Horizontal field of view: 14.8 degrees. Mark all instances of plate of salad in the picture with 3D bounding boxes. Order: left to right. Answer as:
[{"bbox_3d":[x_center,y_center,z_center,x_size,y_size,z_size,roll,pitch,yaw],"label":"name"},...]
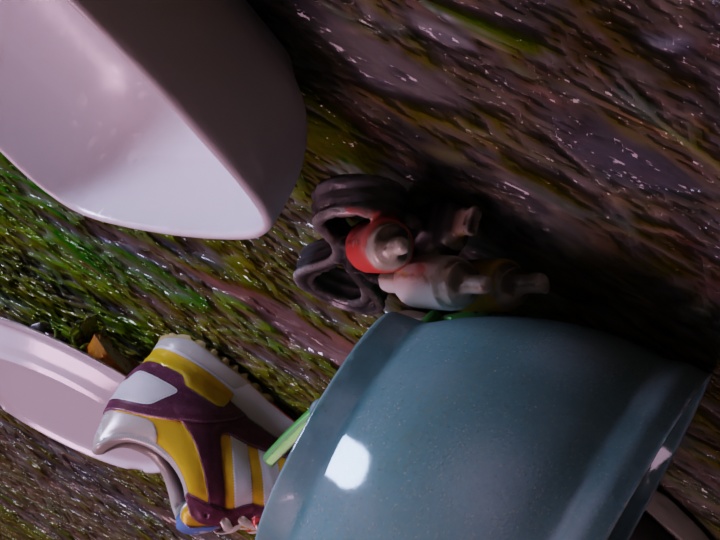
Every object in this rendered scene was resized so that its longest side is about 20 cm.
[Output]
[{"bbox_3d":[-0.171,0.067,1.682,0.200,0.048,0.200,23,161,8],"label":"plate of salad"}]

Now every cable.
[{"bbox_3d":[0.000,0.000,1.221,0.097,0.050,0.200,19,164,-21],"label":"cable"}]

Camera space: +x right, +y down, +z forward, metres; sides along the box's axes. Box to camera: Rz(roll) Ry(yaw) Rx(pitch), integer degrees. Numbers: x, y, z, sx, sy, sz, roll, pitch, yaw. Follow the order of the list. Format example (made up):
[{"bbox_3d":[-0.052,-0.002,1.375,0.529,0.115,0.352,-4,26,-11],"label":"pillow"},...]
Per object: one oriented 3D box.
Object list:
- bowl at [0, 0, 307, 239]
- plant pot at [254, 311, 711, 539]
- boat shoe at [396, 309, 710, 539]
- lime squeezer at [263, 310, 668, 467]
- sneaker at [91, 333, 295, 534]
[{"bbox_3d":[-0.119,-0.104,1.171,0.200,0.075,0.200,48,157,-28],"label":"bowl"},{"bbox_3d":[0.040,0.099,1.160,0.134,0.200,0.200,29,159,10],"label":"plant pot"},{"bbox_3d":[0.081,0.099,1.312,0.201,0.061,0.072,41,160,-11],"label":"boat shoe"},{"bbox_3d":[0.038,0.050,1.264,0.200,0.038,0.071,-6,131,24],"label":"lime squeezer"},{"bbox_3d":[-0.056,0.126,1.556,0.200,0.090,0.075,36,160,4],"label":"sneaker"}]
